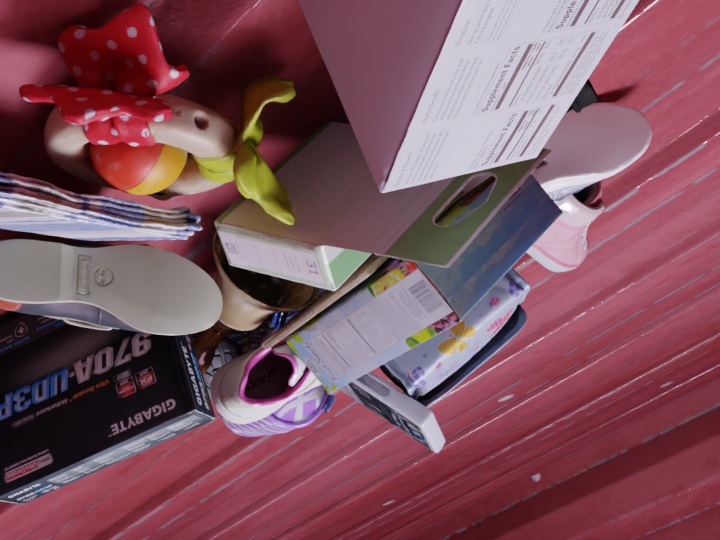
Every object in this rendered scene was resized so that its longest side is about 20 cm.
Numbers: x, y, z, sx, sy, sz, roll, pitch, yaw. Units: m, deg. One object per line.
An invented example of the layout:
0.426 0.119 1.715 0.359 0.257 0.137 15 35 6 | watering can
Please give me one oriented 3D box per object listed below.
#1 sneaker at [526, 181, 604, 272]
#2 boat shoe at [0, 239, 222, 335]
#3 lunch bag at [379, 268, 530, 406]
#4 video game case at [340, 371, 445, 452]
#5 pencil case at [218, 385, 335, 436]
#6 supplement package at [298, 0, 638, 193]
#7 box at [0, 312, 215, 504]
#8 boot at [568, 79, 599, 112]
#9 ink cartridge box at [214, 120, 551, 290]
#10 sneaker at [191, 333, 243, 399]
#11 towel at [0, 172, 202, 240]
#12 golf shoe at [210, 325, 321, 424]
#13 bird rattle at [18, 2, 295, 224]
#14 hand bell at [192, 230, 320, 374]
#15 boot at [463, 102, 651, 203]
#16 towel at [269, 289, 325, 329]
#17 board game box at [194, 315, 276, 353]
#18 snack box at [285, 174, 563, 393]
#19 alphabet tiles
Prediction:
0.222 -0.057 1.086 0.105 0.075 0.200 -27 155 28 | sneaker
-0.212 0.015 0.832 0.200 0.071 0.063 9 164 -27 | boat shoe
0.088 0.054 1.109 0.170 0.127 0.200 -41 170 -5 | lunch bag
0.007 0.129 1.122 0.023 0.182 0.200 -55 163 -10 | video game case
-0.095 0.127 1.078 0.084 0.086 0.200 24 161 -15 | pencil case
0.053 -0.166 0.558 0.111 0.156 0.200 -14 158 -20 | supplement package
-0.241 0.092 0.902 0.200 0.159 0.046 -24 157 9 | box
0.086 -0.130 0.780 0.158 0.079 0.211 -28 158 17 | boot
0.017 -0.044 0.729 0.146 0.200 0.048 -46 136 -36 | ink cartridge box
-0.216 0.096 1.055 0.200 0.076 0.088 -12 -162 2 | sneaker
-0.228 -0.043 0.706 0.147 0.024 0.200 0 174 39 | towel
-0.043 0.076 0.953 0.200 0.075 0.092 -35 -179 -17 | golf shoe
-0.136 -0.082 0.673 0.163 0.113 0.200 -17 164 43 | bird rattle
-0.130 0.053 0.946 0.104 0.104 0.200 -1 142 -42 | hand bell
0.171 -0.094 0.974 0.200 0.073 0.090 -19 168 -1 | boot
0.005 -0.015 0.999 0.145 0.024 0.200 -15 150 -41 | towel
-0.087 0.047 1.108 0.135 0.035 0.200 -24 159 8 | board game box
0.051 0.007 0.875 0.169 0.068 0.200 -42 -177 -40 | snack box
0.000 0.000 0.878 0.200 0.006 0.166 -36 -177 37 | alphabet tiles
